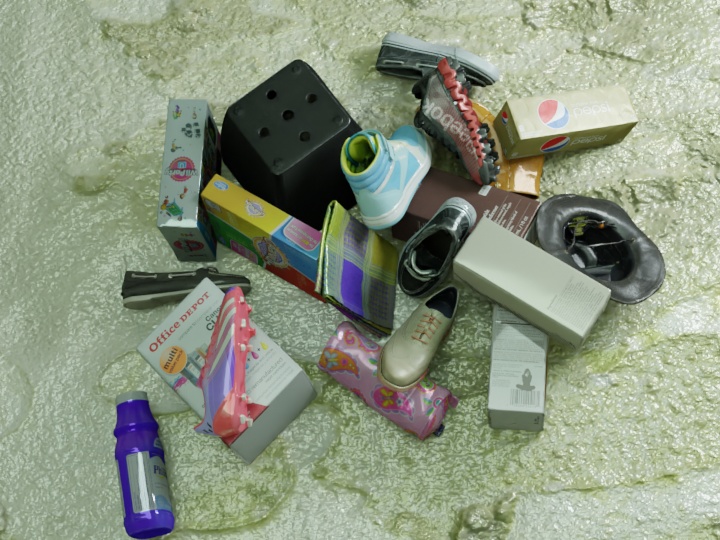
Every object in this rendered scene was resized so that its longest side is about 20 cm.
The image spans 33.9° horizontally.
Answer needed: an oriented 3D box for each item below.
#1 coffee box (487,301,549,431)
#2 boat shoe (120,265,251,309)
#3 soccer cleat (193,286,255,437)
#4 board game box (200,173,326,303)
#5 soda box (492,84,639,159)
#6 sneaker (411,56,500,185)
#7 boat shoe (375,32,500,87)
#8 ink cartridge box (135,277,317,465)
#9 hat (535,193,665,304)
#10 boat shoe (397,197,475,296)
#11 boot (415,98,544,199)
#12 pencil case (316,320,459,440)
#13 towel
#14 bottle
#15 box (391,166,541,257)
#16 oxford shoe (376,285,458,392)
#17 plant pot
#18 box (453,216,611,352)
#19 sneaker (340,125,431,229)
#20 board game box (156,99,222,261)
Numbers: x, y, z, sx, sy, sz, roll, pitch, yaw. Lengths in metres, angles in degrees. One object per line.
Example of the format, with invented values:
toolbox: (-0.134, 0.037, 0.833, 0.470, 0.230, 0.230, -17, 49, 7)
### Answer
coffee box: (0.220, 0.110, 1.630, 0.079, 0.114, 0.202, 3, 70, 8)
boat shoe: (-0.260, 0.015, 1.747, 0.198, 0.067, 0.058, -8, 74, 8)
soccer cleat: (-0.181, 0.118, 1.550, 0.076, 0.067, 0.202, -5, 72, 9)
board game box: (-0.128, -0.044, 1.704, 0.199, 0.153, 0.040, 29, 70, 16)
soda box: (0.301, -0.218, 1.727, 0.198, 0.064, 0.068, -10, 69, -18)
sneaker: (0.133, -0.205, 1.709, 0.097, 0.071, 0.202, -25, 75, 13)
boat shoe: (0.117, -0.307, 1.819, 0.199, 0.072, 0.071, 19, 83, 23)
ink cartridge box: (-0.186, 0.141, 1.652, 0.200, 0.145, 0.145, 41, 80, 19)
hat: (0.324, -0.013, 1.665, 0.199, 0.081, 0.202, 12, 46, -12)
boat shoe: (0.091, -0.022, 1.639, 0.072, 0.201, 0.071, 36, 49, 8)
boot: (0.174, -0.174, 1.757, 0.199, 0.071, 0.145, 7, 71, 5)
pencil case: (0.037, 0.155, 1.654, 0.199, 0.088, 0.088, 33, 78, 16)
towel: (0.000, 0.000, 1.658, 0.023, 0.200, 0.145, -4, 68, 29)
bottle: (-0.307, 0.271, 1.655, 0.065, 0.084, 0.202, -13, 69, 3)
box: (0.152, -0.073, 1.699, 0.199, 0.075, 0.100, 18, 54, 22)
oxford shoe: (0.080, 0.088, 1.624, 0.070, 0.074, 0.200, 28, 41, 5)
plant pot: (-0.091, -0.189, 1.739, 0.199, 0.178, 0.200, -35, 71, -7)
box: (0.225, 0.018, 1.565, 0.199, 0.068, 0.082, 33, 75, 15)
sneaker: (0.036, -0.169, 1.667, 0.079, 0.131, 0.201, -7, 42, 27)
board game box: (-0.251, -0.132, 1.754, 0.064, 0.148, 0.202, 1, 71, 5)
